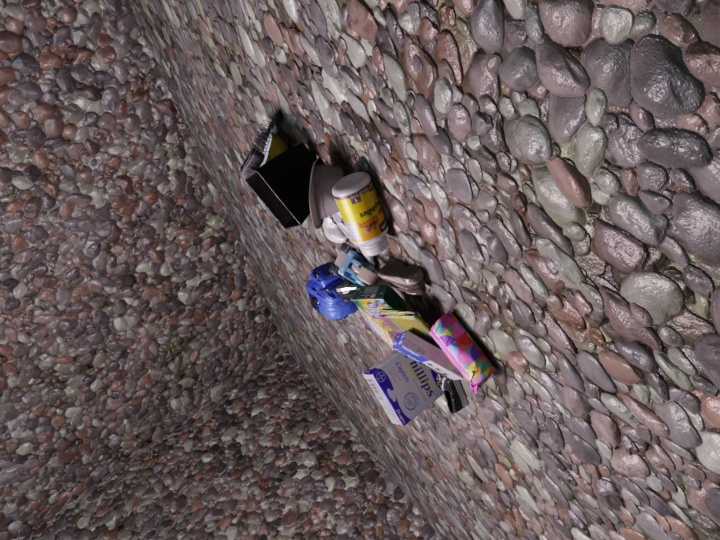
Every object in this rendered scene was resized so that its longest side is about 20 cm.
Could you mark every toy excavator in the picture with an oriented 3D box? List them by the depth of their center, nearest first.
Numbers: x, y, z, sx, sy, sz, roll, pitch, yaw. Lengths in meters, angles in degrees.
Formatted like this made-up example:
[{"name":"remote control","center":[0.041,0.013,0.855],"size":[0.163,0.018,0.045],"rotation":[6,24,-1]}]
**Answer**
[{"name":"toy excavator","center":[0.000,0.000,1.733],"size":[0.197,0.102,0.194],"rotation":[29,179,29]}]

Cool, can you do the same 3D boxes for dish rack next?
[{"name":"dish rack","center":[-0.313,-0.407,1.826],"size":[0.053,0.205,0.153],"rotation":[22,160,-20]}]

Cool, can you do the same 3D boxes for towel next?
[{"name":"towel","center":[0.150,0.168,1.601],"size":[0.141,0.023,0.200],"rotation":[-3,143,44]}]

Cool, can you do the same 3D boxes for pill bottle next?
[{"name":"pill bottle","center":[0.007,-0.144,1.514],"size":[0.109,0.108,0.204],"rotation":[28,146,56]}]

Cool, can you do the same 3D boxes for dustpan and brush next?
[{"name":"dustpan and brush","center":[-0.010,-0.101,1.703],"size":[0.200,0.058,0.139],"rotation":[45,165,-22]}]

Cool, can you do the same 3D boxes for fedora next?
[{"name":"fedora","center":[-0.081,-0.214,1.585],"size":[0.203,0.087,0.180],"rotation":[-85,-10,-51]}]

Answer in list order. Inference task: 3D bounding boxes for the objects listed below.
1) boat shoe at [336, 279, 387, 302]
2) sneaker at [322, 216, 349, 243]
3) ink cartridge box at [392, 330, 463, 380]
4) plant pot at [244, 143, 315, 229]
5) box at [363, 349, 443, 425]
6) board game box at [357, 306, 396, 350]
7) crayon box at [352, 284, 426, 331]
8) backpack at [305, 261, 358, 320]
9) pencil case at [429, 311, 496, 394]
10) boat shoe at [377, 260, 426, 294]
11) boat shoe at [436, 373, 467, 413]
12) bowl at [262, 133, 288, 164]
[{"name":"boat shoe","center":[0.013,0.073,1.812],"size":[0.195,0.074,0.068],"rotation":[-7,109,31]},{"name":"sneaker","center":[-0.096,-0.167,1.820],"size":[0.201,0.074,0.088],"rotation":[49,156,25]},{"name":"ink cartridge box","center":[0.191,0.237,1.600],"size":[0.197,0.045,0.094],"rotation":[30,162,-6]},{"name":"plant pot","center":[-0.209,-0.266,1.753],"size":[0.201,0.178,0.199],"rotation":[49,164,-15]},{"name":"box","center":[0.142,0.340,1.792],"size":[0.187,0.198,0.105],"rotation":[57,161,-1]},{"name":"board game box","center":[0.069,0.180,1.943],"size":[0.199,0.046,0.153],"rotation":[41,164,45]},{"name":"crayon box","center":[0.084,0.117,1.649],"size":[0.124,0.053,0.200],"rotation":[-4,143,45]},{"name":"backpack","center":[-0.097,0.077,2.070],"size":[0.199,0.160,0.171],"rotation":[34,148,52]},{"name":"pencil case","center":[0.256,0.203,1.457],"size":[0.202,0.087,0.089],"rotation":[53,162,19]},{"name":"boat shoe","center":[0.110,0.028,1.577],"size":[0.199,0.074,0.075],"rotation":[23,142,63]},{"name":"boat shoe","center":[0.256,0.333,1.707],"size":[0.204,0.056,0.068],"rotation":[64,161,-17]},{"name":"bowl","center":[-0.276,-0.340,1.919],"size":[0.105,0.206,0.199],"rotation":[17,172,-17]}]
